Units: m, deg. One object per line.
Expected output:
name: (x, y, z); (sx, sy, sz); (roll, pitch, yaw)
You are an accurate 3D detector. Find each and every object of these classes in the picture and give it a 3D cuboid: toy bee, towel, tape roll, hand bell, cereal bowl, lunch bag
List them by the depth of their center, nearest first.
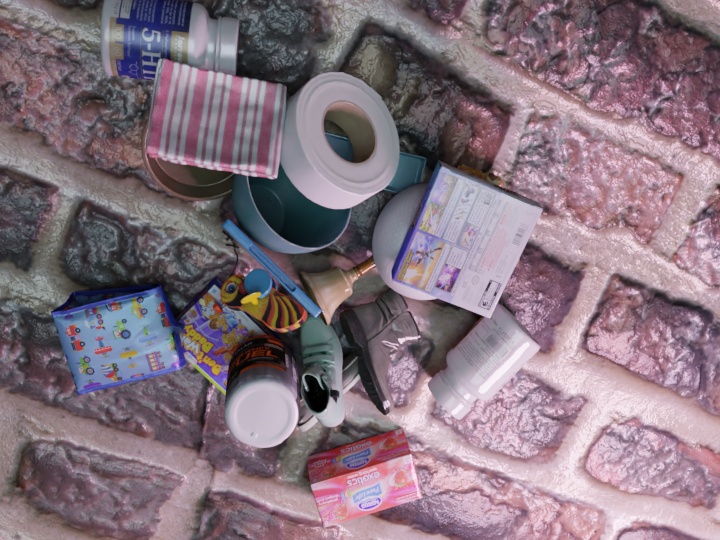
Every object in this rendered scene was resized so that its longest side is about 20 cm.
towel: (-0.206, -0.221, 1.167); (0.195, 0.030, 0.150); (8, 78, -17)
tape roll: (-0.034, -0.205, 1.259); (0.199, 0.070, 0.207); (12, 68, -32)
toy bee: (-0.188, 0.047, 1.344); (0.109, 0.199, 0.131); (-47, 147, -6)
lunch bag: (-0.392, 0.108, 1.345); (0.195, 0.094, 0.154); (-9, 109, 8)
cereal bowl: (0.123, -0.045, 1.364); (0.196, 0.083, 0.205); (-5, 102, -21)
hand bell: (0.000, 0.000, 1.398); (0.197, 0.104, 0.106); (-30, 110, -10)

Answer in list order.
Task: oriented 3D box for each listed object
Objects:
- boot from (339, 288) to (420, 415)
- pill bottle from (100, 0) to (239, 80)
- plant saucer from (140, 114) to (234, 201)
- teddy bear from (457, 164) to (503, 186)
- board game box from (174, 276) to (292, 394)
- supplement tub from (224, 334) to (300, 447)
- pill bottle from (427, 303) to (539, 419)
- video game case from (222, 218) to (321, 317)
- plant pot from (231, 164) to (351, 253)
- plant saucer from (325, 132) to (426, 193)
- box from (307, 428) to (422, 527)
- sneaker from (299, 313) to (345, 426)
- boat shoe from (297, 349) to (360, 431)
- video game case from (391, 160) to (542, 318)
boot: (0.054, 0.138, 1.406); (0.128, 0.068, 0.204); (-20, 87, -19)
pill bottle: (-0.285, -0.347, 1.214); (0.195, 0.120, 0.123); (4, 108, -8)
plant saucer: (-0.253, -0.206, 1.283); (0.196, 0.030, 0.204); (-12, 128, -16)
teddy bear: (0.229, -0.096, 1.356); (0.066, 0.145, 0.203); (-11, 115, 35)
board game box: (-0.233, 0.130, 1.418); (0.134, 0.045, 0.200); (-42, 108, 7)
supplement tub: (-0.161, 0.190, 1.316); (0.119, 0.200, 0.126); (-2, 109, -7)
pill bottle: (0.219, 0.168, 1.454); (0.114, 0.115, 0.200); (40, 99, -18)
video game case: (-0.141, -0.002, 1.281); (0.018, 0.143, 0.200); (-45, 94, -4)
plant pot: (-0.130, -0.113, 1.290); (0.200, 0.202, 0.134); (45, 142, -19)
plant saucer: (0.011, -0.182, 1.362); (0.195, 0.019, 0.071); (13, 106, -11)
box: (0.006, 0.391, 1.509); (0.195, 0.095, 0.105); (-15, 111, -2)
sneaker: (-0.070, 0.158, 1.369); (0.072, 0.118, 0.205); (-15, 70, 5)
boat shoe: (-0.056, 0.201, 1.450); (0.060, 0.072, 0.202); (44, 92, -9)
video game case: (0.167, -0.047, 1.281); (0.178, 0.046, 0.203); (20, 109, -10)
